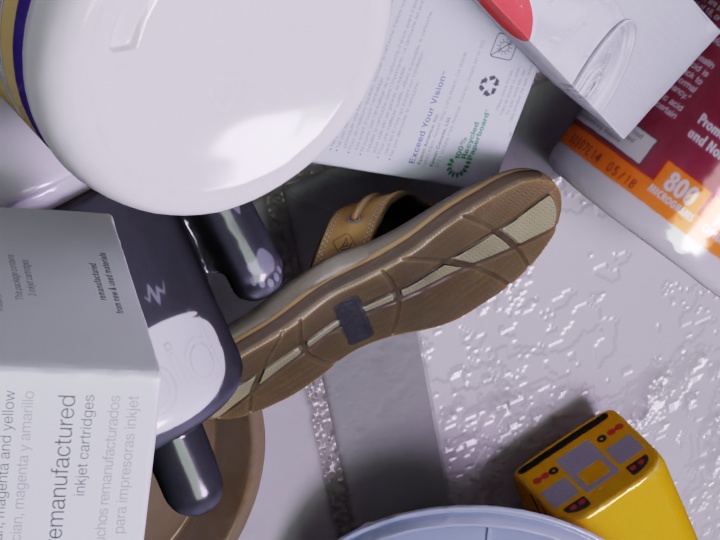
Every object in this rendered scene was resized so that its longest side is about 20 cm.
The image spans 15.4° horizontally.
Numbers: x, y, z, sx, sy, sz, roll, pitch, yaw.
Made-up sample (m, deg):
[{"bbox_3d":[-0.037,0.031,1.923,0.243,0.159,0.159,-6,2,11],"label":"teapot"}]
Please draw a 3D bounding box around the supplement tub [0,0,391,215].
[{"bbox_3d":[-0.094,-0.126,1.010,0.145,0.200,0.146,-18,128,-24],"label":"supplement tub"}]

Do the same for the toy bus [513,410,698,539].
[{"bbox_3d":[0.146,0.164,1.389,0.065,0.078,0.200,-33,127,-10],"label":"toy bus"}]

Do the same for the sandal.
[{"bbox_3d":[0.000,0.000,1.213,0.200,0.054,0.080,-28,150,-8],"label":"sandal"}]

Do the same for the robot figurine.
[{"bbox_3d":[-0.125,0.014,1.104,0.150,0.125,0.200,-33,103,-41],"label":"robot figurine"}]

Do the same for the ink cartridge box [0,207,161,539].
[{"bbox_3d":[-0.184,0.065,0.951,0.200,0.145,0.145,2,114,-13],"label":"ink cartridge box"}]

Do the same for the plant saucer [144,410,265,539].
[{"bbox_3d":[-0.139,0.095,1.222,0.200,0.029,0.200,-13,121,-22],"label":"plant saucer"}]

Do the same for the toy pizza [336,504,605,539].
[{"bbox_3d":[0.059,0.182,1.337,0.200,0.032,0.200,3,131,3],"label":"toy pizza"}]

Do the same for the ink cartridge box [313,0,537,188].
[{"bbox_3d":[0.005,-0.142,1.166,0.200,0.043,0.197,9,112,-32],"label":"ink cartridge box"}]

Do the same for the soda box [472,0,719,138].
[{"bbox_3d":[0.067,-0.144,1.134,0.068,0.063,0.200,-47,129,1],"label":"soda box"}]

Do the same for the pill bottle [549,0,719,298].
[{"bbox_3d":[0.191,-0.096,1.251,0.114,0.114,0.200,32,97,-38],"label":"pill bottle"}]
